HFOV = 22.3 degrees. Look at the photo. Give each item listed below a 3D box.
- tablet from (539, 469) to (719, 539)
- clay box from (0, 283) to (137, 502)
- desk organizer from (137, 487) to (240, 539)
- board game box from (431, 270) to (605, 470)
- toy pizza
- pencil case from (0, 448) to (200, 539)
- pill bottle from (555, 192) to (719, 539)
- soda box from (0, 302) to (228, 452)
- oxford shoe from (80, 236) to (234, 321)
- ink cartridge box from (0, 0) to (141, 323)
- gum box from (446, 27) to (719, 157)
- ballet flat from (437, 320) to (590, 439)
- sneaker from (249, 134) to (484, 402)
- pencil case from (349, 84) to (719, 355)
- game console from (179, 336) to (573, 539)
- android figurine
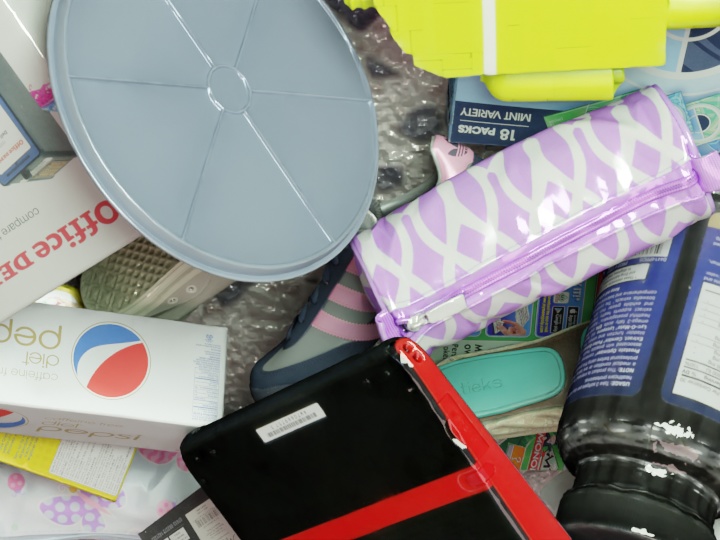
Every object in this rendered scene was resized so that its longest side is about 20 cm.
[{"bbox_3d":[0.192,0.125,1.086,0.130,0.200,0.014,-32,105,-8],"label":"tablet"},{"bbox_3d":[-0.222,0.052,1.109,0.199,0.048,0.115,23,86,-16],"label":"clay box"},{"bbox_3d":[-0.031,0.130,1.102,0.200,0.077,0.072,-38,83,28],"label":"desk organizer"},{"bbox_3d":[0.096,0.049,1.147,0.134,0.029,0.201,1,131,-1],"label":"board game box"},{"bbox_3d":[-0.075,-0.086,0.929,0.200,0.201,0.032,33,142,-25],"label":"toy pizza"},{"bbox_3d":[-0.162,0.141,1.195,0.199,0.091,0.083,-1,134,1],"label":"pencil case"},{"bbox_3d":[0.171,0.065,0.997,0.111,0.201,0.112,17,156,8],"label":"pill bottle"},{"bbox_3d":[-0.181,0.059,1.054,0.199,0.064,0.068,9,159,-17],"label":"soda box"},{"bbox_3d":[-0.076,-0.026,1.067,0.200,0.075,0.058,-33,149,22],"label":"oxford shoe"},{"bbox_3d":[-0.198,-0.085,0.955,0.145,0.088,0.200,-29,102,24],"label":"ink cartridge box"},{"bbox_3d":[0.138,-0.152,0.960,0.169,0.045,0.201,4,132,-2],"label":"gum box"},{"bbox_3d":[0.134,0.067,1.114,0.199,0.068,0.062,-7,156,13],"label":"ballet flat"},{"bbox_3d":[0.000,0.000,1.051,0.200,0.070,0.082,-38,105,13],"label":"sneaker"},{"bbox_3d":[0.089,-0.023,0.962,0.199,0.086,0.084,-29,104,4],"label":"pencil case"},{"bbox_3d":[0.010,0.133,0.995,0.200,0.031,0.177,-28,101,43],"label":"game console"},{"bbox_3d":[0.088,-0.157,0.901,0.199,0.041,0.183,-3,131,6],"label":"android figurine"}]
